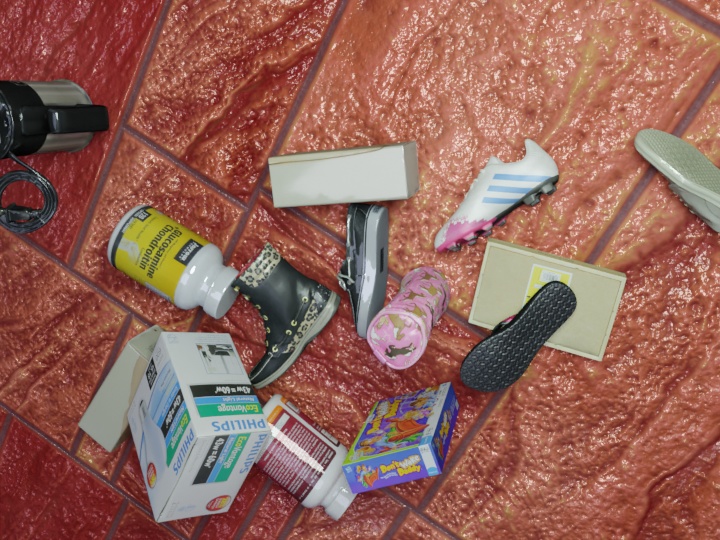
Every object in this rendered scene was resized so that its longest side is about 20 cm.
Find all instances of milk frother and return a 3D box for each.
[{"bbox_3d":[-0.496,-0.183,1.032,0.177,0.188,0.204,22,109,10],"label":"milk frother"}]

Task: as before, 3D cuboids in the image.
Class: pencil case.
[{"bbox_3d":[0.070,0.060,0.925,0.081,0.200,0.089,8,108,14],"label":"pencil case"}]

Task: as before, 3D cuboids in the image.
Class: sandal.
[{"bbox_3d":[0.224,0.096,0.952,0.075,0.045,0.200,45,97,-5],"label":"sandal"}]

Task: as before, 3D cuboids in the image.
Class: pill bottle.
[{"bbox_3d":[-0.092,0.304,1.080,0.199,0.113,0.114,37,111,4],"label":"pill bottle"},{"bbox_3d":[-0.288,-0.010,1.057,0.197,0.112,0.114,30,110,6],"label":"pill bottle"}]

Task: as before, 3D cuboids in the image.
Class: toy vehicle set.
[{"bbox_3d":[0.263,0.040,0.958,0.196,0.027,0.127,16,108,12],"label":"toy vehicle set"}]

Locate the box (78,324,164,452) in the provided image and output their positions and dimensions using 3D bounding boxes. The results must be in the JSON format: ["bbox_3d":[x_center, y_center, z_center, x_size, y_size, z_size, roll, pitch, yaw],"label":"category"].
[{"bbox_3d":[-0.391,0.203,1.152,0.077,0.095,0.201,38,112,3],"label":"box"}]

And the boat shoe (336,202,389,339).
[{"bbox_3d":[-0.001,0.001,0.999,0.067,0.074,0.204,10,113,21],"label":"boat shoe"}]

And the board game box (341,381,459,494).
[{"bbox_3d":[0.065,0.238,0.972,0.132,0.200,0.046,-19,98,19],"label":"board game box"}]

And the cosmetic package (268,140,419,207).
[{"bbox_3d":[-0.021,-0.137,0.954,0.195,0.104,0.075,-3,103,16],"label":"cosmetic package"}]

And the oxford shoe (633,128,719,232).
[{"bbox_3d":[0.429,-0.106,0.856,0.198,0.075,0.058,37,147,6],"label":"oxford shoe"}]

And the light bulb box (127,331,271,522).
[{"bbox_3d":[-0.256,0.236,1.034,0.201,0.123,0.200,55,127,39],"label":"light bulb box"}]

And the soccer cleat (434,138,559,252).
[{"bbox_3d":[0.178,-0.103,0.932,0.198,0.070,0.088,-33,78,19],"label":"soccer cleat"}]

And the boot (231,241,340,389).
[{"bbox_3d":[-0.146,0.071,1.040,0.153,0.074,0.204,40,104,-15],"label":"boot"}]
